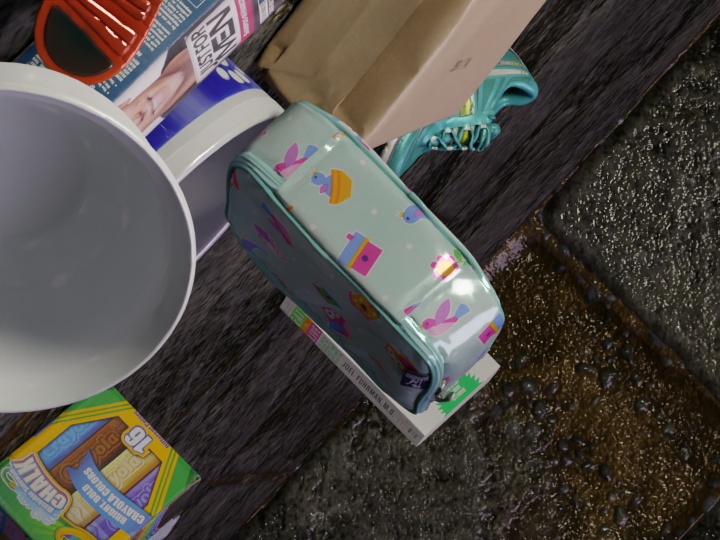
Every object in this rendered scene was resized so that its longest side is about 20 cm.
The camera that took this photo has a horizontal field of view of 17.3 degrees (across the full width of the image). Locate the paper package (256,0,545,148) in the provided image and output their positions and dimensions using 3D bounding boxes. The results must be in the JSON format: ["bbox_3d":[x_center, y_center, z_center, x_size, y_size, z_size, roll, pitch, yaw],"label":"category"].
[{"bbox_3d":[0.048,-0.192,1.693,0.191,0.103,0.200,-50,169,25],"label":"paper package"}]

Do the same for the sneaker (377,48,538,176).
[{"bbox_3d":[0.087,-0.141,2.160,0.200,0.080,0.078,-40,169,-30],"label":"sneaker"}]

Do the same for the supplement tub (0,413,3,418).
[{"bbox_3d":[-0.272,0.077,1.387,0.200,0.107,0.107,-47,171,10],"label":"supplement tub"}]

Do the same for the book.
[{"bbox_3d":[0.029,0.071,2.419,0.133,0.200,0.048,-39,169,-40],"label":"book"}]

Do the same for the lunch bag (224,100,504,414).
[{"bbox_3d":[0.000,0.000,1.495,0.077,0.200,0.161,-41,172,-17],"label":"lunch bag"}]

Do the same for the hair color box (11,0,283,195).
[{"bbox_3d":[-0.133,-0.117,1.326,0.200,0.061,0.100,-45,170,-8],"label":"hair color box"}]

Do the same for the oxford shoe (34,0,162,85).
[{"bbox_3d":[-0.102,-0.190,1.202,0.200,0.071,0.073,-51,-162,10],"label":"oxford shoe"}]

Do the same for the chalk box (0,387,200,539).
[{"bbox_3d":[-0.256,0.214,1.996,0.200,0.124,0.125,-38,169,-36],"label":"chalk box"}]

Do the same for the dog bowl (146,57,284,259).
[{"bbox_3d":[-0.140,-0.053,1.513,0.200,0.079,0.200,-45,170,-10],"label":"dog bowl"}]

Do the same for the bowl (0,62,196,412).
[{"bbox_3d":[-0.182,-0.032,1.210,0.201,0.200,0.091,-51,-155,28],"label":"bowl"}]
